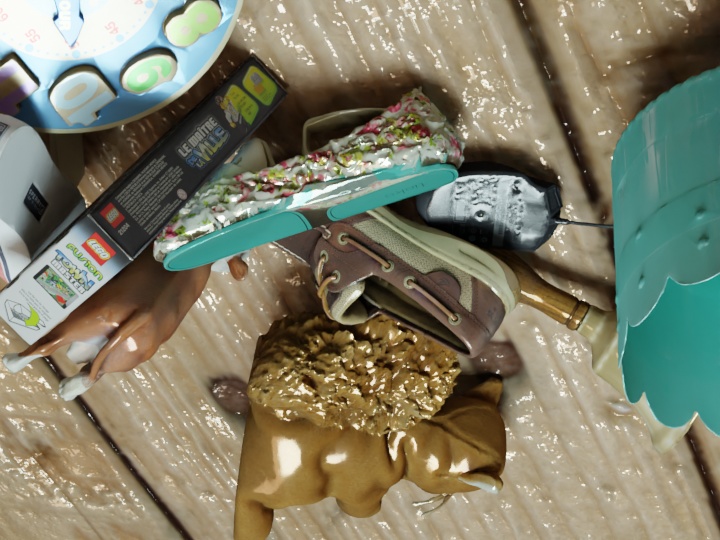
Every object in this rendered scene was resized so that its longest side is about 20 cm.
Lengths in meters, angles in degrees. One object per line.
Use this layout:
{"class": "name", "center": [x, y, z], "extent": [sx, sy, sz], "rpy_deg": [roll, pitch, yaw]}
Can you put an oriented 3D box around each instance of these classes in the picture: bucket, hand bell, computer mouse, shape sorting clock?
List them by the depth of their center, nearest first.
{"class": "shape sorting clock", "center": [-0.158, -0.162, 0.737], "extent": [0.200, 0.039, 0.200], "rpy_deg": [-6, 127, -9]}
{"class": "bucket", "center": [0.230, -0.010, 0.741], "extent": [0.207, 0.135, 0.207], "rpy_deg": [0, 149, 0]}
{"class": "computer mouse", "center": [0.135, -0.038, 0.869], "extent": [0.200, 0.034, 0.059], "rpy_deg": [8, 123, 3]}
{"class": "hand bell", "center": [0.137, 0.025, 0.903], "extent": [0.200, 0.104, 0.104], "rpy_deg": [31, 136, 6]}

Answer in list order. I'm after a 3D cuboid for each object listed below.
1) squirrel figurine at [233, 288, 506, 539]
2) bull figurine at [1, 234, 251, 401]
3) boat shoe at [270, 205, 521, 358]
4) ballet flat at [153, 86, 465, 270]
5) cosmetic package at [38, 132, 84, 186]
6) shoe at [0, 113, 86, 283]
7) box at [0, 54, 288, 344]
{"class": "squirrel figurine", "center": [0.015, 0.103, 0.966], "extent": [0.186, 0.142, 0.200], "rpy_deg": [9, 137, 1]}
{"class": "bull figurine", "center": [-0.144, 0.018, 0.895], "extent": [0.121, 0.200, 0.065], "rpy_deg": [-33, 97, 22]}
{"class": "boat shoe", "center": [0.000, 0.000, 0.882], "extent": [0.200, 0.072, 0.072], "rpy_deg": [24, 154, 18]}
{"class": "ballet flat", "center": [-0.035, -0.057, 0.840], "extent": [0.200, 0.064, 0.076], "rpy_deg": [-18, 165, -1]}
{"class": "cosmetic package", "center": [-0.239, -0.119, 0.863], "extent": [0.103, 0.087, 0.200], "rpy_deg": [11, 135, 7]}
{"class": "shoe", "center": [-0.227, -0.044, 0.815], "extent": [0.091, 0.072, 0.200], "rpy_deg": [20, 160, 8]}
{"class": "box", "center": [-0.127, -0.046, 0.817], "extent": [0.035, 0.200, 0.110], "rpy_deg": [47, 130, -10]}
